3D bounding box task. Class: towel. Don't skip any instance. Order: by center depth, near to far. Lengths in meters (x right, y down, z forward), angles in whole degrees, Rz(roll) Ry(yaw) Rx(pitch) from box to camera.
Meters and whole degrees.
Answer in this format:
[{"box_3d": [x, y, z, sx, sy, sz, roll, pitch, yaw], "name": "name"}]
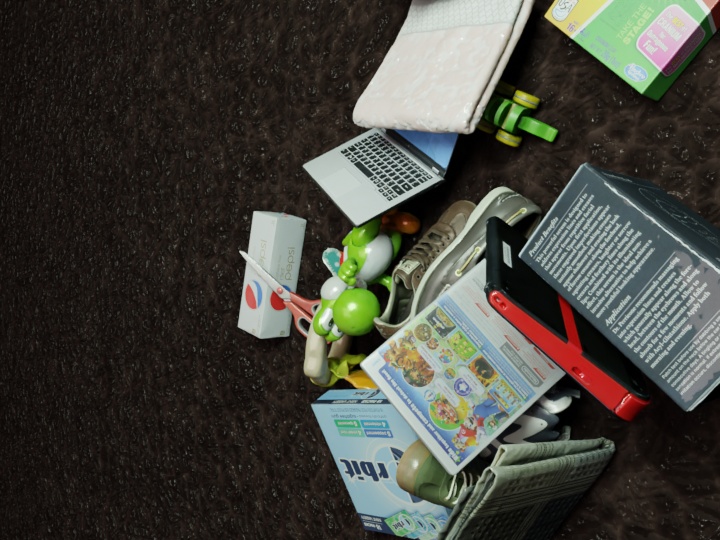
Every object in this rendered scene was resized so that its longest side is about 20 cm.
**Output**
[{"box_3d": [0.153, 0.251, 0.672, 0.035, 0.200, 0.193, 49, 123, 42], "name": "towel"}, {"box_3d": [0.093, -0.251, 0.778, 0.200, 0.032, 0.191, 19, 81, 51], "name": "towel"}]

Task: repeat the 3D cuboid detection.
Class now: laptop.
[{"box_3d": [0.027, -0.183, 0.834, 0.187, 0.200, 0.116, 50, 166, 49], "name": "laptop"}]

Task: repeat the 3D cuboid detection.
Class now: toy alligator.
[{"box_3d": [0.146, -0.202, 0.782, 0.200, 0.054, 0.059, 42, 118, 37], "name": "toy alligator"}]

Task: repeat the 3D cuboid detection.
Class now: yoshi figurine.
[{"box_3d": [0.012, 0.005, 0.844, 0.112, 0.112, 0.200, 27, 82, 3], "name": "yoshi figurine"}]

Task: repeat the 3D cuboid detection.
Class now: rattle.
[{"box_3d": [0.002, 0.070, 0.924, 0.143, 0.130, 0.200, 4, 66, 35], "name": "rattle"}]

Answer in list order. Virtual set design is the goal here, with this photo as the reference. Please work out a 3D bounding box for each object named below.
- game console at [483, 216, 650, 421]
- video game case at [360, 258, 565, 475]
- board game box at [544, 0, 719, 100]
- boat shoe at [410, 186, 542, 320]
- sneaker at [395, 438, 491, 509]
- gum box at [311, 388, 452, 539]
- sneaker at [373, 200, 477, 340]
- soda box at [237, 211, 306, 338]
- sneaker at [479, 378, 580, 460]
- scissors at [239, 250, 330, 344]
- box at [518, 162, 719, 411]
[{"box_3d": [0.184, 0.037, 0.613, 0.177, 0.200, 0.031, 36, 114, -6], "name": "game console"}, {"box_3d": [0.120, 0.087, 0.673, 0.143, 0.200, 0.018, 49, 169, 10], "name": "video game case"}, {"box_3d": [0.297, -0.294, 0.636, 0.153, 0.040, 0.200, 54, 126, 31], "name": "board game box"}, {"box_3d": [0.131, -0.001, 0.753, 0.201, 0.072, 0.061, -57, 40, 6], "name": "boat shoe"}, {"box_3d": [0.123, 0.234, 0.717, 0.090, 0.200, 0.067, 17, 79, 36], "name": "sneaker"}, {"box_3d": [0.040, 0.251, 0.850, 0.170, 0.045, 0.200, -13, 103, 45], "name": "gum box"}, {"box_3d": [0.084, 0.000, 0.801, 0.070, 0.075, 0.200, 23, 90, 47], "name": "sneaker"}, {"box_3d": [-0.146, 0.007, 1.077, 0.068, 0.064, 0.201, 19, 104, 44], "name": "soda box"}, {"box_3d": [0.166, 0.119, 0.714, 0.129, 0.079, 0.200, -15, 104, 30], "name": "sneaker"}, {"box_3d": [-0.120, 0.045, 1.023, 0.200, 0.014, 0.073, 29, 108, 11], "name": "scissors"}, {"box_3d": [0.272, 0.009, 0.584, 0.200, 0.148, 0.107, 50, 123, 34], "name": "box"}]
